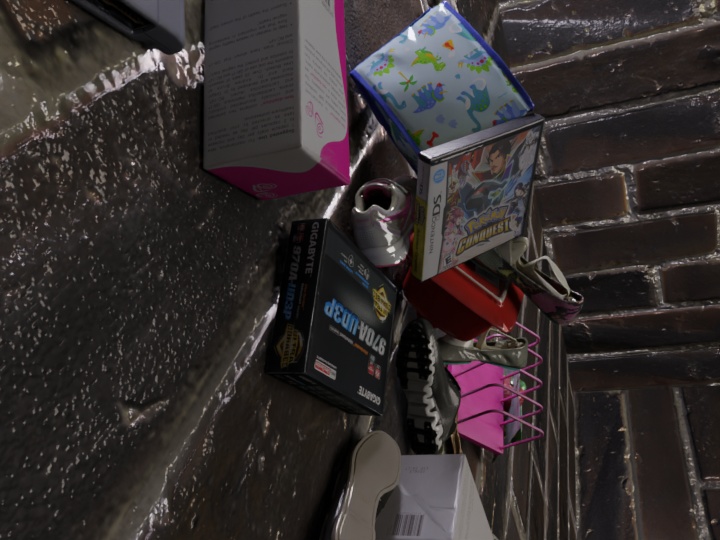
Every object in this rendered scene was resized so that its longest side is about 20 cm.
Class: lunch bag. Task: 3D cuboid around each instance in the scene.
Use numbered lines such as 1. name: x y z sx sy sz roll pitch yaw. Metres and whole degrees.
1. lunch bag: 0.106 -0.242 0.897 0.201 0.169 0.127 53 -1 0

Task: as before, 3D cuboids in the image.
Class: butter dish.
1. butter dish: 0.140 0.032 1.021 0.199 0.148 0.200 36 32 3

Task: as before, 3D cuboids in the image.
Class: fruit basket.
1. fruit basket: 0.297 0.269 1.304 0.201 0.093 0.187 107 -6 -54

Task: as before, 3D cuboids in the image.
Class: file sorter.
1. file sorter: 0.246 0.199 1.167 0.138 0.125 0.202 29 50 -26

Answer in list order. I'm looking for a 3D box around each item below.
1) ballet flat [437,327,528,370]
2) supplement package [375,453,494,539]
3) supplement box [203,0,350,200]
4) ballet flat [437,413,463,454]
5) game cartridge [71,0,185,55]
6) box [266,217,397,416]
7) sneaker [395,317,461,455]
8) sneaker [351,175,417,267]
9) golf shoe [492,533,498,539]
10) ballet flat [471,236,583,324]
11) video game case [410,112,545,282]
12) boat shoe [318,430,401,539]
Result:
1. ballet flat: 0.184 0.121 1.056 0.067 0.198 0.064 -152 -109 -68
2. supplement package: 0.090 0.341 0.806 0.120 0.120 0.201 -68 143 -51
3. supplement box: -0.074 -0.179 0.593 0.101 0.102 0.202 27 57 -65
4. ballet flat: 0.127 0.286 1.006 0.072 0.067 0.202 -9 91 -48
5. game cartridge: -0.186 -0.247 0.428 0.200 0.040 0.135 17 64 -66
6. box: -0.022 0.058 0.704 0.200 0.046 0.161 45 48 -56
7. sneaker: 0.103 0.162 0.945 0.090 0.066 0.202 -16 102 -47
8. sneaker: 0.041 -0.088 0.877 0.201 0.080 0.089 -65 143 -54
9. golf shoe: 0.164 0.427 0.974 0.200 0.097 0.079 -8 120 -66
10. ballet flat: 0.242 -0.003 0.955 0.199 0.071 0.069 38 35 5
11. video game case: 0.153 -0.095 0.854 0.199 0.025 0.182 -23 133 -28
12. boat shoe: -0.006 0.249 0.705 0.067 0.057 0.200 41 27 -5
